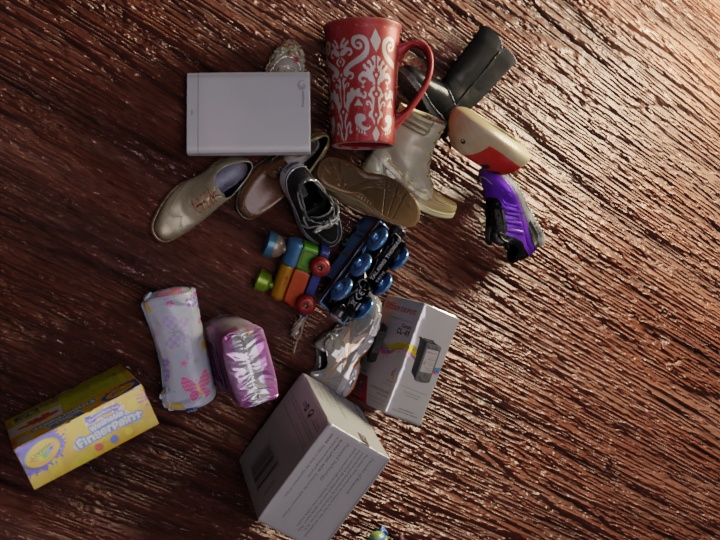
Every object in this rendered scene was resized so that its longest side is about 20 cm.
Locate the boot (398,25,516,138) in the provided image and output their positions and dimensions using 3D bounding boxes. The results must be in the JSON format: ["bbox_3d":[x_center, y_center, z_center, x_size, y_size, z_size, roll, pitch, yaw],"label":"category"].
[{"bbox_3d":[0.172,-0.365,1.720,0.200,0.066,0.165,-47,124,-8],"label":"boot"}]

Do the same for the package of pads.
[{"bbox_3d":[-0.196,0.140,1.532,0.075,0.200,0.122,-14,98,-18],"label":"package of pads"}]

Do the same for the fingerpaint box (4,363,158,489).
[{"bbox_3d":[-0.426,0.232,1.452,0.199,0.167,0.074,-27,106,-21],"label":"fingerpaint box"}]

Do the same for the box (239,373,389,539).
[{"bbox_3d":[-0.082,0.314,1.583,0.130,0.199,0.201,34,96,-24],"label":"box"}]

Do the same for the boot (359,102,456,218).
[{"bbox_3d":[0.116,-0.192,1.691,0.199,0.072,0.155,26,104,-21],"label":"boot"}]

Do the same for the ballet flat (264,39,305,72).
[{"bbox_3d":[-0.137,-0.292,1.588,0.075,0.064,0.201,26,84,-24],"label":"ballet flat"}]

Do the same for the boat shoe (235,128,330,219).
[{"bbox_3d":[-0.131,-0.166,1.601,0.072,0.068,0.200,45,77,-22],"label":"boat shoe"}]

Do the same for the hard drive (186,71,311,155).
[{"bbox_3d":[-0.179,-0.252,1.538,0.198,0.027,0.133,-1,85,-1],"label":"hard drive"}]

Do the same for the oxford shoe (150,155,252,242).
[{"bbox_3d":[-0.257,-0.121,1.544,0.200,0.074,0.071,-46,112,-14],"label":"oxford shoe"}]

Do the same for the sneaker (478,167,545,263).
[{"bbox_3d":[0.266,-0.098,1.795,0.099,0.069,0.201,-40,110,-14],"label":"sneaker"}]

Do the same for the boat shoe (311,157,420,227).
[{"bbox_3d":[0.010,-0.132,1.641,0.199,0.064,0.072,28,72,-13],"label":"boat shoe"}]

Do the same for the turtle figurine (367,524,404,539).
[{"bbox_3d":[0.034,0.586,1.723,0.143,0.200,0.195,-19,111,13],"label":"turtle figurine"}]

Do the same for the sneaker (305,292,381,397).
[{"bbox_3d":[-0.031,0.121,1.679,0.091,0.076,0.201,23,84,-21],"label":"sneaker"}]

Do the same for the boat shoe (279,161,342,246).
[{"bbox_3d":[-0.068,-0.098,1.598,0.073,0.068,0.200,-36,139,-13],"label":"boat shoe"}]

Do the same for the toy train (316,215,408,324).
[{"bbox_3d":[0.000,0.000,1.656,0.087,0.114,0.201,42,78,-31],"label":"toy train"}]

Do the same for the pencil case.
[{"bbox_3d":[-0.294,0.126,1.549,0.090,0.083,0.202,-9,101,-2],"label":"pencil case"}]

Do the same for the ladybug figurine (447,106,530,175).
[{"bbox_3d":[0.224,-0.223,1.696,0.199,0.136,0.072,21,109,-43],"label":"ladybug figurine"}]

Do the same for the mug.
[{"bbox_3d":[0.021,-0.309,1.591,0.133,0.176,0.202,1,90,-60],"label":"mug"}]

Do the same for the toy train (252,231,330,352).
[{"bbox_3d":[-0.132,0.037,1.626,0.115,0.085,0.201,19,105,-9],"label":"toy train"}]

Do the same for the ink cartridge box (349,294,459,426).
[{"bbox_3d":[0.075,0.155,1.690,0.085,0.147,0.201,22,85,-27],"label":"ink cartridge box"}]
